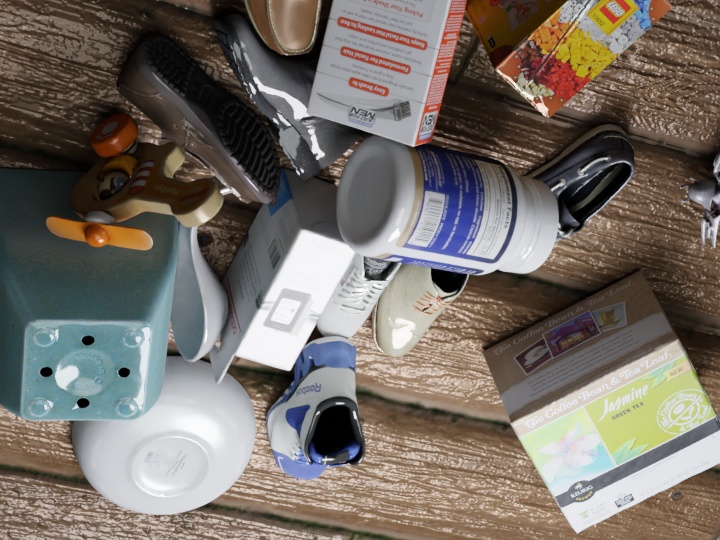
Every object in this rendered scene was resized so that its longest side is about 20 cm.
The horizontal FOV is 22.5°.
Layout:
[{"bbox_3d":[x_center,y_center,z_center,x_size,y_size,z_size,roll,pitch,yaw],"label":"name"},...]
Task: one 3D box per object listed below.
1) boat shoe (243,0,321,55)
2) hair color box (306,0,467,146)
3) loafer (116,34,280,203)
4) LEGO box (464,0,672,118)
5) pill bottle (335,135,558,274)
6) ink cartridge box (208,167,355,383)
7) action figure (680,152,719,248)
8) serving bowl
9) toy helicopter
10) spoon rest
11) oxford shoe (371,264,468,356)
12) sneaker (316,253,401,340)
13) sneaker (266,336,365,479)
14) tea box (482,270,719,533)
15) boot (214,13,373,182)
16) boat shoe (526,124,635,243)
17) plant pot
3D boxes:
[{"bbox_3d":[-0.065,-0.288,1.607,0.075,0.074,0.201,-13,114,-20],"label":"boat shoe"},{"bbox_3d":[0.031,-0.225,1.644,0.110,0.064,0.201,18,102,16],"label":"hair color box"},{"bbox_3d":[-0.154,-0.138,1.724,0.071,0.073,0.200,-25,116,37],"label":"loafer"},{"bbox_3d":[0.175,-0.255,1.635,0.149,0.200,0.077,-41,122,17],"label":"LEGO box"},{"bbox_3d":[0.086,-0.057,1.730,0.199,0.116,0.116,10,122,-35],"label":"pill bottle"},{"bbox_3d":[-0.083,0.014,1.814,0.066,0.116,0.200,17,119,-24],"label":"ink cartridge box"},{"bbox_3d":[0.430,-0.082,1.900,0.199,0.070,0.131,1,131,-9],"label":"action figure"},{"bbox_3d":[-0.207,0.190,1.938,0.199,0.066,0.201,-6,125,-8],"label":"serving bowl"},{"bbox_3d":[-0.200,-0.066,1.647,0.132,0.200,0.079,-48,126,-23],"label":"toy helicopter"},{"bbox_3d":[-0.158,-0.005,1.805,0.060,0.099,0.201,6,112,-29],"label":"spoon rest"},{"bbox_3d":[0.066,0.017,1.875,0.070,0.074,0.201,12,121,-20],"label":"oxford shoe"},{"bbox_3d":[0.000,0.000,1.846,0.076,0.081,0.201,7,125,-20],"label":"sneaker"},{"bbox_3d":[-0.047,0.175,1.918,0.080,0.116,0.200,3,138,-15],"label":"sneaker"},{"bbox_3d":[0.270,0.144,1.974,0.199,0.134,0.197,-28,125,7],"label":"tea box"},{"bbox_3d":[-0.045,-0.191,1.721,0.131,0.070,0.200,-32,130,0],"label":"boot"},{"bbox_3d":[0.201,-0.066,1.856,0.200,0.063,0.073,-42,123,17],"label":"boat shoe"},{"bbox_3d":[-0.268,0.038,1.735,0.195,0.200,0.197,1,123,-14],"label":"plant pot"}]
